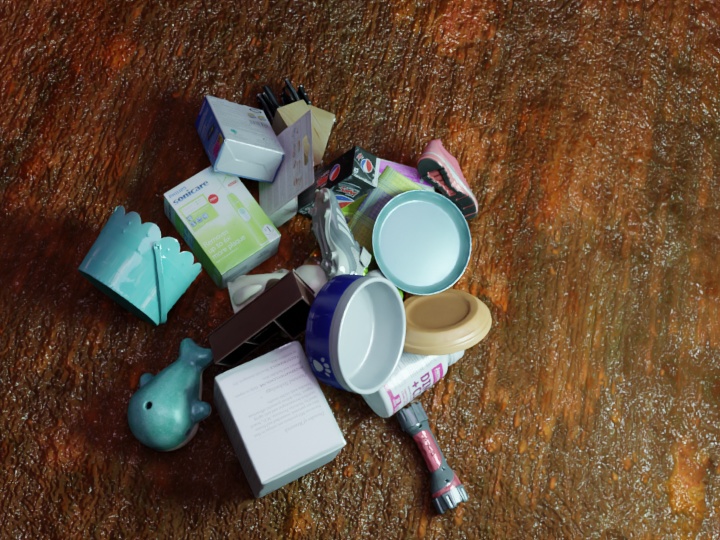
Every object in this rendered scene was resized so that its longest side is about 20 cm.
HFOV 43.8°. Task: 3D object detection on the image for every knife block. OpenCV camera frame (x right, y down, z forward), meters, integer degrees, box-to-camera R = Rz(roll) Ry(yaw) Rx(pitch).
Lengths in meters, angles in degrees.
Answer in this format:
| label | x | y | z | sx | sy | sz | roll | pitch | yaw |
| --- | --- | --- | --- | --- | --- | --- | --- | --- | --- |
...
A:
| label | x | y | z | sx | sy | sz | roll | pitch | yaw |
| --- | --- | --- | --- | --- | --- | --- | --- | --- | --- |
| knife block | -0.147 | -0.298 | 1.856 | 0.172 | 0.064 | 0.203 | 18 | 57 | -6 |

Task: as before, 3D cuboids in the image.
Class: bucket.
| label | x | y | z | sx | sy | sz | roll | pitch | yaw |
| --- | --- | --- | --- | --- | --- | --- | --- | --- | --- |
| bucket | -0.403 | -0.003 | 1.632 | 0.205 | 0.207 | 0.136 | 33 | 76 | 3 |

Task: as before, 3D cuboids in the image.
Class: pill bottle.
| label | x | y | z | sx | sy | sz | roll | pitch | yaw |
| --- | --- | --- | --- | --- | --- | --- | --- | --- | --- |
| pill bottle | 0.093 | 0.177 | 1.699 | 0.198 | 0.114 | 0.114 | -33 | 78 | -20 |

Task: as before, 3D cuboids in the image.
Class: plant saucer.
| label | x | y | z | sx | sy | sz | roll | pitch | yaw |
| --- | --- | --- | --- | --- | --- | --- | --- | --- | --- |
| plant saucer | 0.116 | -0.053 | 1.732 | 0.196 | 0.027 | 0.205 | 2 | 83 | -12 |
| plant saucer | 0.145 | 0.088 | 1.673 | 0.196 | 0.038 | 0.201 | -8 | 27 | 4 |

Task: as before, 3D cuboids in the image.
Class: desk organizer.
| label | x | y | z | sx | sy | sz | roll | pitch | yaw |
| --- | --- | --- | --- | --- | --- | --- | --- | --- | --- |
| desk organizer | -0.167 | 0.099 | 1.565 | 0.199 | 0.072 | 0.077 | -37 | 38 | 7 |

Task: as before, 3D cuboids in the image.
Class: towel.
| label | x | y | z | sx | sy | sz | roll | pitch | yaw |
| --- | --- | --- | --- | --- | --- | --- | --- | --- | --- |
| towel | 0.054 | -0.089 | 1.778 | 0.142 | 0.023 | 0.202 | 31 | 102 | -8 |

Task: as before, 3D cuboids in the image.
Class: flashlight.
| label | x | y | z | sx | sy | sz | roll | pitch | yaw |
| --- | --- | --- | --- | --- | --- | --- | --- | --- | --- |
| flashlight | 0.129 | 0.346 | 1.664 | 0.067 | 0.068 | 0.203 | -21 | 75 | -23 |

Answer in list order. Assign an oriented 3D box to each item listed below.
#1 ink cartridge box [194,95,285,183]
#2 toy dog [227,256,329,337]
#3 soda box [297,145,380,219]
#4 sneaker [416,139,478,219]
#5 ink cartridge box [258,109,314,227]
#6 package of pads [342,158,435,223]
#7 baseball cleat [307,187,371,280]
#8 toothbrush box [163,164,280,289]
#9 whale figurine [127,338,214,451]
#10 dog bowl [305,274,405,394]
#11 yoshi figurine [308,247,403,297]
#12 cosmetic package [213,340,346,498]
| label | x | y | z | sx | sy | sz | roll | pitch | yaw |
| --- | --- | --- | --- | --- | --- | --- | --- | --- | --- |
| ink cartridge box | -0.245 | -0.270 | 1.781 | 0.134 | 0.077 | 0.201 | 10 | 36 | -33 |
| toy dog | -0.143 | 0.043 | 1.671 | 0.196 | 0.195 | 0.141 | -14 | 59 | -9 |
| soda box | -0.047 | -0.166 | 1.758 | 0.063 | 0.199 | 0.072 | 24 | 60 | -30 |
| sneaker | 0.191 | -0.189 | 1.841 | 0.201 | 0.073 | 0.088 | 50 | 43 | -36 |
| ink cartridge box | -0.133 | -0.198 | 1.760 | 0.049 | 0.199 | 0.164 | 13 | 63 | -37 |
| package of pads | 0.052 | -0.144 | 1.842 | 0.196 | 0.068 | 0.157 | 13 | 66 | -5 |
| baseball cleat | -0.037 | -0.059 | 1.685 | 0.105 | 0.070 | 0.203 | 15 | 54 | -35 |
| toothbrush box | -0.271 | -0.091 | 1.751 | 0.144 | 0.086 | 0.201 | -33 | 76 | -21 |
| whale figurine | -0.334 | 0.216 | 1.584 | 0.157 | 0.104 | 0.203 | 23 | 79 | 23 |
| dog bowl | -0.006 | 0.109 | 1.561 | 0.078 | 0.201 | 0.202 | 6 | 59 | 37 |
| yoshi figurine | 0.001 | 0.001 | 1.755 | 0.199 | 0.113 | 0.112 | 36 | 60 | 4 |
| cosmetic package | -0.149 | 0.266 | 1.588 | 0.164 | 0.168 | 0.202 | -22 | 75 | -18 |
